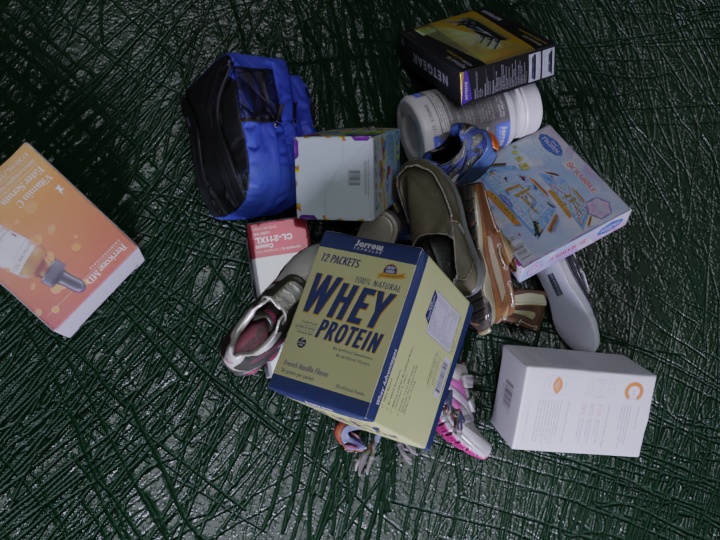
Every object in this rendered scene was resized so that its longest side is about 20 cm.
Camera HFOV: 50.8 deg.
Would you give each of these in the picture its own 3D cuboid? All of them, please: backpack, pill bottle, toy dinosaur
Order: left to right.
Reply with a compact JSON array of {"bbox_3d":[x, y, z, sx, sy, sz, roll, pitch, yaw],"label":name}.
[{"bbox_3d":[-0.142,-0.175,1.050,0.166,0.162,0.202,-3,80,-32],"label":"backpack"},{"bbox_3d":[0.051,0.196,1.049,0.180,0.105,0.202,-2,62,28],"label":"toy dinosaur"},{"bbox_3d":[0.165,-0.229,1.146,0.198,0.114,0.115,-18,85,-13],"label":"pill bottle"}]

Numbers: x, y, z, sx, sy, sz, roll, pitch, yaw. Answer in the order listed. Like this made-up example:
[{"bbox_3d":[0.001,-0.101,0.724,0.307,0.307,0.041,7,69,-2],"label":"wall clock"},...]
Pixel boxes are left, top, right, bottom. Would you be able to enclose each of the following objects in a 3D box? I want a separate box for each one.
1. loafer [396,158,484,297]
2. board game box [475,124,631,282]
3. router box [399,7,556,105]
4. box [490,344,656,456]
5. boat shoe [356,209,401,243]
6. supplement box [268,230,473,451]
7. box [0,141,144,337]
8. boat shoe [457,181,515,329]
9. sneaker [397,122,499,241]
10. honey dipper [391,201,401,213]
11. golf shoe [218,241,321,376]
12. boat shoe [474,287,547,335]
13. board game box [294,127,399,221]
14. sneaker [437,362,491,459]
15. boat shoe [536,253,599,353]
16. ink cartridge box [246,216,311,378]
[{"bbox_3d":[0.101,-0.059,1.004,0.069,0.075,0.202,-7,69,-57],"label":"loafer"},{"bbox_3d":[0.263,-0.106,1.141,0.198,0.041,0.201,-26,60,-14],"label":"board game box"},{"bbox_3d":[0.169,-0.323,1.128,0.156,0.200,0.053,-20,128,-14],"label":"router box"},{"bbox_3d":[0.305,0.188,1.101,0.198,0.098,0.126,6,101,-11],"label":"box"},{"bbox_3d":[0.000,0.000,1.081,0.072,0.063,0.201,32,111,5],"label":"boat shoe"},{"bbox_3d":[0.022,0.089,0.919,0.133,0.200,0.202,11,74,30],"label":"supplement box"},{"bbox_3d":[-0.412,-0.037,1.000,0.200,0.106,0.153,42,76,-3],"label":"box"},{"bbox_3d":[0.174,-0.023,1.059,0.073,0.075,0.202,-12,99,-25],"label":"boat shoe"},{"bbox_3d":[0.105,-0.129,1.077,0.078,0.075,0.201,30,102,-39],"label":"sneaker"},{"bbox_3d":[0.061,-0.080,1.145,0.038,0.038,0.201,-31,93,-14],"label":"honey dipper"},{"bbox_3d":[-0.089,0.045,0.915,0.077,0.088,0.200,39,78,2],"label":"golf shoe"},{"bbox_3d":[0.183,0.059,1.128,0.200,0.075,0.076,6,89,-10],"label":"boat shoe"},{"bbox_3d":[-0.012,-0.135,1.026,0.102,0.200,0.106,2,103,12],"label":"board game box"},{"bbox_3d":[0.133,0.180,1.093,0.088,0.081,0.201,-36,91,-13],"label":"sneaker"},{"bbox_3d":[0.322,0.029,1.165,0.067,0.072,0.202,-26,90,-36],"label":"boat shoe"},{"bbox_3d":[-0.102,0.043,1.031,0.082,0.146,0.202,-8,83,-10],"label":"ink cartridge box"}]
